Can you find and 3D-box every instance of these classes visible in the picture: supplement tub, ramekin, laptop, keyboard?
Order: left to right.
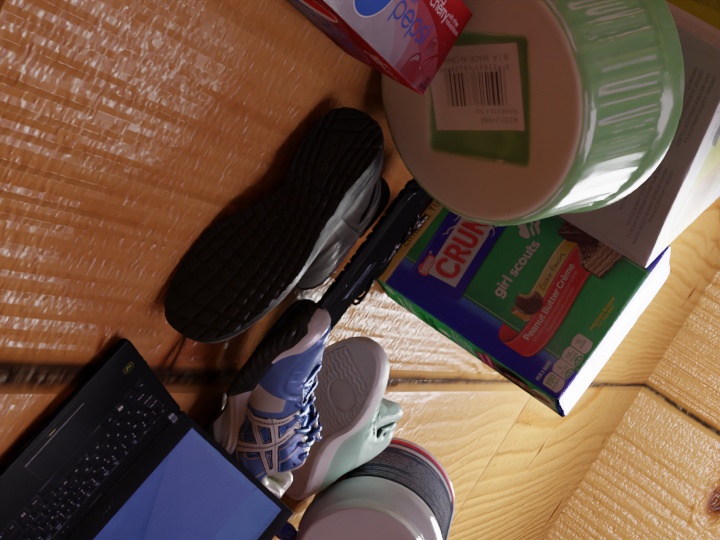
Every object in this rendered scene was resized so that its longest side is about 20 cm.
[{"bbox_3d":[-0.156,0.174,0.762,0.177,0.103,0.200,-49,157,-17],"label":"laptop"},{"bbox_3d":[0.000,0.000,0.915,0.200,0.021,0.127,-52,170,18],"label":"keyboard"},{"bbox_3d":[0.016,0.254,1.109,0.140,0.140,0.200,-61,176,12],"label":"supplement tub"},{"bbox_3d":[0.107,-0.126,0.774,0.098,0.200,0.200,-21,140,-42],"label":"ramekin"}]

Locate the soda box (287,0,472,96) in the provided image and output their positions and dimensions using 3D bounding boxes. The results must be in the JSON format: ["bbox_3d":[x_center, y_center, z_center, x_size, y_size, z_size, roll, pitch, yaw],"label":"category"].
[{"bbox_3d":[-0.004,-0.168,0.646,0.063,0.070,0.200,-59,157,4],"label":"soda box"}]

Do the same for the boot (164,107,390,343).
[{"bbox_3d":[-0.044,-0.011,0.794,0.200,0.068,0.131,-48,162,-14],"label":"boot"}]

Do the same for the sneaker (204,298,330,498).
[{"bbox_3d":[-0.057,0.097,0.843,0.076,0.077,0.200,-52,174,-46],"label":"sneaker"}]

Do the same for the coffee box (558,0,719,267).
[{"bbox_3d":[0.230,-0.165,0.954,0.198,0.200,0.200,-33,149,-44],"label":"coffee box"}]

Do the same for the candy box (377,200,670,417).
[{"bbox_3d":[0.143,0.002,1.006,0.169,0.200,0.077,-52,156,-10],"label":"candy box"}]

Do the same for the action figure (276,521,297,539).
[{"bbox_3d":[-0.096,0.232,1.035,0.065,0.052,0.200,-52,158,-19],"label":"action figure"}]

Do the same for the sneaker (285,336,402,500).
[{"bbox_3d":[-0.002,0.116,1.030,0.118,0.074,0.201,-23,151,-43],"label":"sneaker"}]
